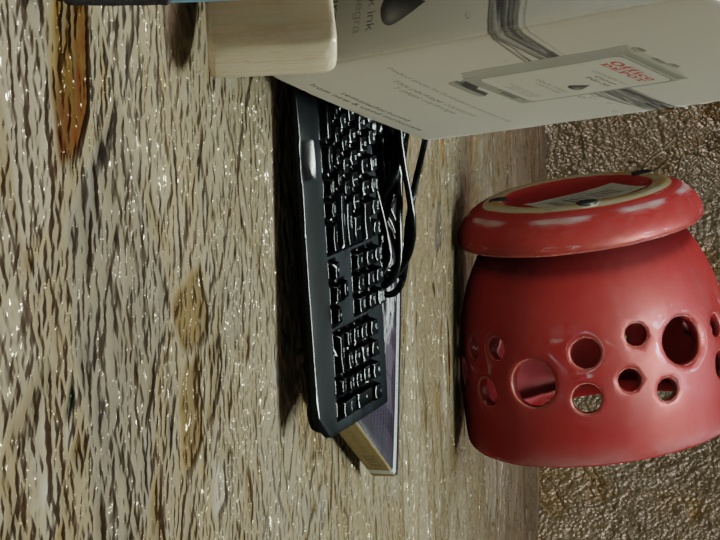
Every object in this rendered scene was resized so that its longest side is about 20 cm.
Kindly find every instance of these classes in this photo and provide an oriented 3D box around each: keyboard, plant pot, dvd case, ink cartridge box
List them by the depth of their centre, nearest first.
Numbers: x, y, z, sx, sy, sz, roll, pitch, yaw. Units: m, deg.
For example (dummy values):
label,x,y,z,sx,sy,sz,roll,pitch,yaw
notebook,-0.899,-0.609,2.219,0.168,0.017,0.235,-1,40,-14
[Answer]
label,x,y,z,sx,sy,sz,roll,pitch,yaw
ink cartridge box,0.072,-0.130,0.761,0.083,0.200,0.147,18,75,-39
keyboard,0.004,-0.046,0.864,0.104,0.040,0.200,-34,122,-73
dvd case,0.000,0.000,1.004,0.200,0.016,0.149,60,30,-75
plant pot,0.165,0.029,1.704,0.200,0.200,0.183,-60,142,-77

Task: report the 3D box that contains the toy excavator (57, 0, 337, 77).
label,x,y,z,sx,sy,sz,roll,pitch,yaw
toy excavator,-0.019,-0.112,0.556,0.200,0.100,0.195,-96,-176,-63
